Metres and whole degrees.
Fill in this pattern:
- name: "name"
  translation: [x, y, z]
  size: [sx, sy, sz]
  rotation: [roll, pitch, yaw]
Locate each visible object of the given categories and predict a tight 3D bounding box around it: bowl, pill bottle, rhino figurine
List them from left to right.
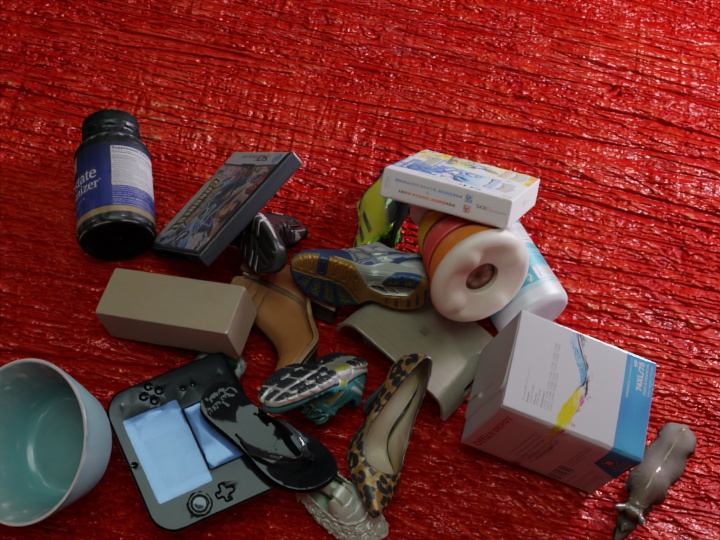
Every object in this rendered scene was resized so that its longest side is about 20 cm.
- name: "bowl"
  translation: [-0.391, 0.217, 1.524]
  size: [0.199, 0.105, 0.203]
  rotation: [-5, 77, 24]
- name: "pill bottle"
  translation: [-0.353, -0.125, 1.746]
  size: [0.111, 0.112, 0.201]
  rotation: [-5, 60, -9]
- name: "pill bottle"
  translation: [0.201, -0.009, 1.740]
  size: [0.110, 0.111, 0.201]
  rotation: [-22, 64, -17]
- name: "rhino figurine"
  translation: [0.380, 0.280, 1.605]
  size: [0.060, 0.088, 0.200]
  rotation: [34, 62, 14]

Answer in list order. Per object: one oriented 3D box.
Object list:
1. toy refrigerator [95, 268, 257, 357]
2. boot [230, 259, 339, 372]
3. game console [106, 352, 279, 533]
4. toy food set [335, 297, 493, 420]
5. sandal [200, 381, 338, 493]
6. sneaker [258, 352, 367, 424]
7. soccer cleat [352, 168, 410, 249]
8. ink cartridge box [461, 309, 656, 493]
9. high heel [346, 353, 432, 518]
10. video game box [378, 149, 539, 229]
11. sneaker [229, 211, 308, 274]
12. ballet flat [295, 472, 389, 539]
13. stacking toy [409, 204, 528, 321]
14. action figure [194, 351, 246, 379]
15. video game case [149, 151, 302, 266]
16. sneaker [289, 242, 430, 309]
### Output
- name: "toy refrigerator"
  translation: [-0.248, 0.058, 1.651]
  size: [0.198, 0.070, 0.076]
  rotation: [7, 58, 19]
- name: "boot"
  translation: [-0.124, 0.073, 1.683]
  size: [0.154, 0.074, 0.201]
  rotation: [21, 50, 6]
- name: "game console"
  translation: [-0.213, 0.219, 1.554]
  size: [0.176, 0.031, 0.201]
  rotation: [-23, 70, -15]
- name: "toy food set"
  translation: [0.083, 0.102, 1.702]
  size: [0.200, 0.061, 0.143]
  rotation: [40, 52, 15]
- name: "sandal"
  translation: [-0.119, 0.212, 1.538]
  size: [0.199, 0.043, 0.076]
  rotation: [32, 62, 7]
- name: "sneaker"
  translation: [-0.054, 0.163, 1.588]
  size: [0.077, 0.080, 0.199]
  rotation: [11, 12, 36]
- name: "soccer cleat"
  translation: [0.022, -0.069, 1.793]
  size: [0.083, 0.065, 0.201]
  rotation: [12, 59, 28]
- name: "ink cartridge box"
  translation: [0.258, 0.174, 1.598]
  size: [0.199, 0.147, 0.147]
  rotation: [22, 60, -8]
- name: "high heel"
  translation: [0.045, 0.205, 1.561]
  size: [0.071, 0.143, 0.201]
  rotation: [23, 43, -20]
- name: "video game box"
  translation: [0.141, -0.115, 1.684]
  size: [0.181, 0.047, 0.200]
  rotation: [18, 18, 14]
- name: "sneaker"
  translation: [-0.115, -0.048, 1.709]
  size: [0.115, 0.076, 0.200]
  rotation: [2, 19, -28]
- name: "ballet flat"
  translation: [-0.048, 0.282, 1.572]
  size: [0.199, 0.072, 0.072]
  rotation: [37, 63, 14]
- name: "stacking toy"
  translation: [0.127, -0.040, 1.673]
  size: [0.145, 0.147, 0.200]
  rotation: [-17, 42, -15]
- name: "action figure"
  translation: [-0.203, 0.166, 1.629]
  size: [0.117, 0.055, 0.201]
  rotation: [18, 59, 1]
- name: "video game case"
  translation: [-0.193, -0.091, 1.708]
  size: [0.200, 0.180, 0.026]
  rotation: [-49, 117, -19]
- name: "sneaker"
  translation: [0.000, 0.000, 1.692]
  size: [0.198, 0.076, 0.088]
  rotation: [11, 36, -8]
